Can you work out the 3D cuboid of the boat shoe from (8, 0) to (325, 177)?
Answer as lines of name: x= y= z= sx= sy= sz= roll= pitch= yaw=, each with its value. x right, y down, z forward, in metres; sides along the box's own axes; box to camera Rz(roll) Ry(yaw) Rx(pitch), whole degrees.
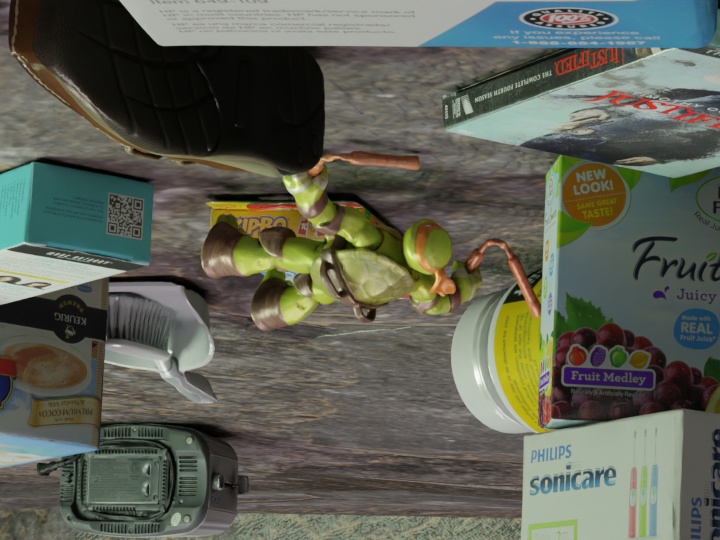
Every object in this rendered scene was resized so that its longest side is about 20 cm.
boat shoe: x=-0.092 y=-0.080 z=1.064 sx=0.074 sy=0.076 sz=0.200 roll=0 pitch=168 yaw=31

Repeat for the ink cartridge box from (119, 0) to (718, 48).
ink cartridge box: x=0.002 y=-0.145 z=0.524 sx=0.146 sy=0.147 sz=0.200 roll=1 pitch=169 yaw=11

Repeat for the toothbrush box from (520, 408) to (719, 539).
toothbrush box: x=0.203 y=0.128 z=1.263 sx=0.199 sy=0.087 sz=0.145 roll=10 pitch=167 yaw=-28

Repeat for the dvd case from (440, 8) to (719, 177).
dvd case: x=0.150 y=-0.080 z=1.129 sx=0.145 sy=0.022 sz=0.200 roll=10 pitch=166 yaw=-30

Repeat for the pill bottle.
pill bottle: x=0.153 y=0.048 z=1.530 sx=0.114 sy=0.115 sz=0.200 roll=11 pitch=166 yaw=-34

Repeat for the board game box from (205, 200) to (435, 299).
board game box: x=-0.022 y=-0.012 z=1.507 sx=0.095 sy=0.030 sz=0.200 roll=0 pitch=166 yaw=16

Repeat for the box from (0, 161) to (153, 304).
box: x=-0.208 y=-0.019 z=1.453 sx=0.082 sy=0.049 sz=0.200 roll=10 pitch=167 yaw=-34

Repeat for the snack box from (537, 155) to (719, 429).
snack box: x=0.198 y=0.017 z=1.289 sx=0.199 sy=0.143 sz=0.053 roll=3 pitch=170 yaw=-4

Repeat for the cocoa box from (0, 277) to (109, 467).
cocoa box: x=-0.284 y=0.052 z=1.606 sx=0.199 sy=0.132 sz=0.133 roll=12 pitch=163 yaw=-37

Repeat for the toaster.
toaster: x=-0.217 y=0.219 z=2.484 sx=0.199 sy=0.114 sz=0.129 roll=-3 pitch=170 yaw=20

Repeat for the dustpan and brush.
dustpan and brush: x=-0.150 y=0.057 z=1.785 sx=0.139 sy=0.058 sz=0.200 roll=-2 pitch=168 yaw=23

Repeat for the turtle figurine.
turtle figurine: x=0.000 y=0.000 z=1.379 sx=0.161 sy=0.065 sz=0.200 roll=-10 pitch=151 yaw=38
